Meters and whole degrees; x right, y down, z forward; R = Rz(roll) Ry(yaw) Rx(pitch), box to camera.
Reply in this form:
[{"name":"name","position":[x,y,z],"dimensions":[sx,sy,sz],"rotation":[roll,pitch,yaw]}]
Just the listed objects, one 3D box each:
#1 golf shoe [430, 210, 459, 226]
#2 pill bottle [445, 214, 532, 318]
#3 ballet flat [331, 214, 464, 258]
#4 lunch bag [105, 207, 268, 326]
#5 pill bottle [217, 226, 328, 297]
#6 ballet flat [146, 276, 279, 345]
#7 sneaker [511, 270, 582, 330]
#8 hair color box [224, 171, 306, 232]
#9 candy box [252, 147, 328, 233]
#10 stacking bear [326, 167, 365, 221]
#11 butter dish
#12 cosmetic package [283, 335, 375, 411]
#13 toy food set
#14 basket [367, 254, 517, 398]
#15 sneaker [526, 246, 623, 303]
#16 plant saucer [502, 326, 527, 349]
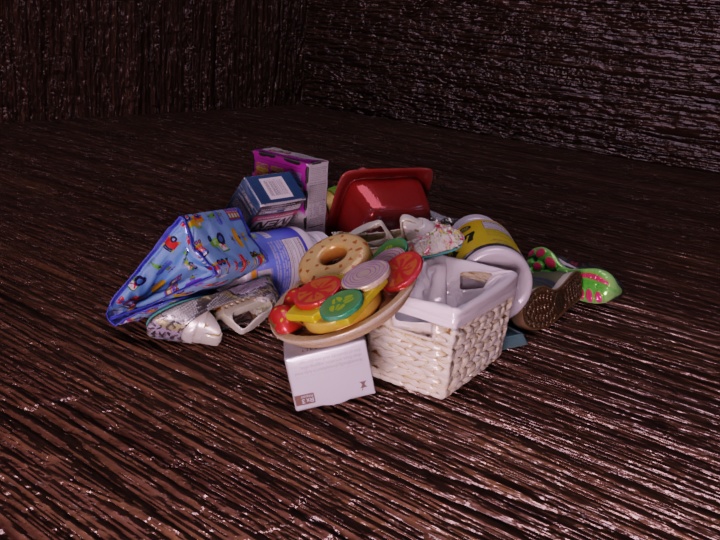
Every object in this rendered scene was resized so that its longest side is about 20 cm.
[{"name":"golf shoe","position":[0.157,-0.086,1.694],"dimensions":[0.198,0.080,0.096],"rotation":[26,10,37]},{"name":"pill bottle","position":[0.189,-0.011,1.247],"dimensions":[0.112,0.117,0.201],"rotation":[3,20,-3]},{"name":"ballet flat","position":[0.047,-0.043,1.143],"dimensions":[0.196,0.065,0.076],"rotation":[-13,25,6]},{"name":"lunch bag","position":[-0.251,0.009,1.119],"dimensions":[0.199,0.095,0.150],"rotation":[-35,-5,22]},{"name":"pill bottle","position":[-0.135,-0.008,1.272],"dimensions":[0.111,0.114,0.198],"rotation":[19,23,40]},{"name":"ballet flat","position":[-0.191,0.063,1.109],"dimensions":[0.198,0.073,0.072],"rotation":[-20,28,-35]},{"name":"sneaker","position":[0.273,0.047,1.298],"dimensions":[0.089,0.069,0.199],"rotation":[0,15,42]},{"name":"hair color box","position":[-0.180,-0.068,1.322],"dimensions":[0.099,0.200,0.061],"rotation":[-14,64,-45]},{"name":"candy box","position":[-0.126,-0.102,1.420],"dimensions":[0.135,0.204,0.060],"rotation":[19,23,36]},{"name":"stacking bear","position":[-0.060,-0.116,1.644],"dimensions":[0.197,0.115,0.122],"rotation":[-17,49,-25]},{"name":"butter dish","position":[0.048,-0.069,1.458],"dimensions":[0.196,0.202,0.149],"rotation":[-5,42,-27]},{"name":"cosmetic package","position":[-0.044,0.091,1.018],"dimensions":[0.100,0.076,0.200],"rotation":[-13,17,-4]},{"name":"toy food set","position":[-0.020,0.020,0.969],"dimensions":[0.195,0.049,0.200],"rotation":[0,33,40]},{"name":"basket","position":[0.107,0.069,1.067],"dimensions":[0.134,0.126,0.199],"rotation":[14,21,30]},{"name":"sneaker","position":[0.368,0.016,1.415],"dimensions":[0.083,0.078,0.199],"rotation":[12,11,-42]},{"name":"plant saucer","position":[0.163,0.075,1.241],"dimensions":[0.069,0.019,0.199],"rotation":[-7,20,-33]}]
